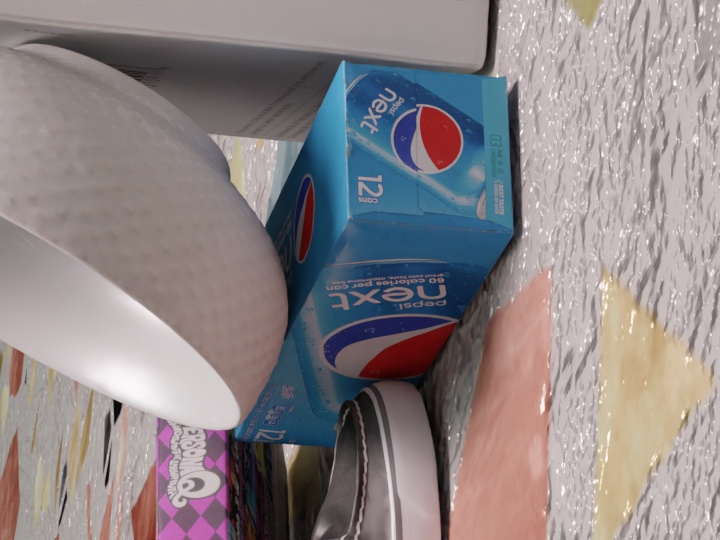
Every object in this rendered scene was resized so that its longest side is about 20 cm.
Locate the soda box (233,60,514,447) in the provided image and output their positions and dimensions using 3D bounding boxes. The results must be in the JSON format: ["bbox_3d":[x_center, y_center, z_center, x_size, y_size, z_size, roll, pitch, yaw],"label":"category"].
[{"bbox_3d":[0.000,0.000,1.002,0.200,0.064,0.068,118,154,-60],"label":"soda box"}]

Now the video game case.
[{"bbox_3d":[-0.057,0.125,1.129,0.182,0.036,0.201,78,-173,-54],"label":"video game case"}]

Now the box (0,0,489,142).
[{"bbox_3d":[-0.064,-0.136,1.052,0.199,0.199,0.131,156,118,-76],"label":"box"}]

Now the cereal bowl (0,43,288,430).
[{"bbox_3d":[-0.110,-0.025,0.971,0.084,0.200,0.200,-61,7,-16],"label":"cereal bowl"}]

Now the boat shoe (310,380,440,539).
[{"bbox_3d":[-0.011,0.137,0.977,0.070,0.066,0.201,139,136,-71],"label":"boat shoe"}]
